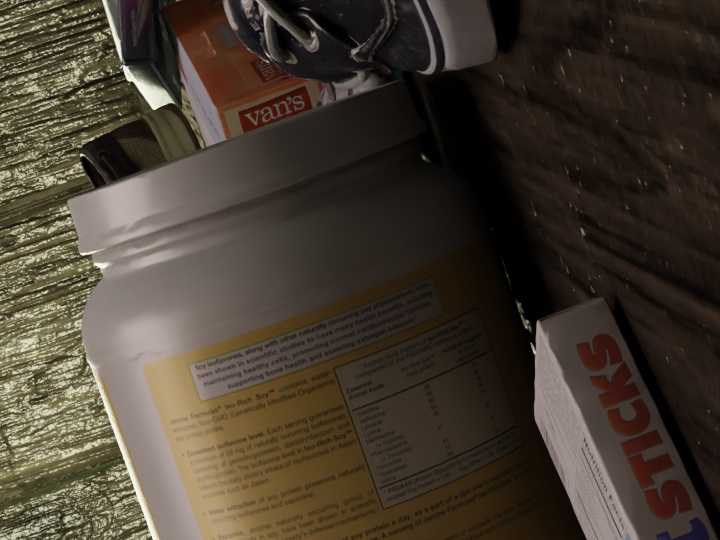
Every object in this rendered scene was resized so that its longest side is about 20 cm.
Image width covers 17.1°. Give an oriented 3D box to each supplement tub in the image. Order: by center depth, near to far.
[{"bbox_3d":[-0.009,0.049,0.816,0.145,0.145,0.201,-163,54,-82],"label":"supplement tub"}]

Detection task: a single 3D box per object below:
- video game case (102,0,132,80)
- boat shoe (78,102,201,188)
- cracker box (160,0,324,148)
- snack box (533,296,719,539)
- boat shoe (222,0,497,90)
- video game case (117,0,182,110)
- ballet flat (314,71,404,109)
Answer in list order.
[{"bbox_3d":[-0.130,-0.207,1.253,0.200,0.018,0.144,83,-178,-68],"label":"video game case"},{"bbox_3d":[-0.088,0.008,1.189,0.072,0.066,0.201,80,169,-59],"label":"boat shoe"},{"bbox_3d":[-0.034,-0.029,1.179,0.134,0.057,0.201,-120,11,-59],"label":"cracker box"},{"bbox_3d":[0.095,0.109,0.658,0.072,0.024,0.201,85,164,-64],"label":"snack box"},{"bbox_3d":[-0.008,-0.088,0.731,0.200,0.068,0.072,-147,37,-79],"label":"boat shoe"},{"bbox_3d":[-0.112,-0.191,1.223,0.143,0.019,0.201,73,-167,-84],"label":"video game case"},{"bbox_3d":[0.000,0.000,0.936,0.072,0.072,0.201,-118,10,-50],"label":"ballet flat"}]
